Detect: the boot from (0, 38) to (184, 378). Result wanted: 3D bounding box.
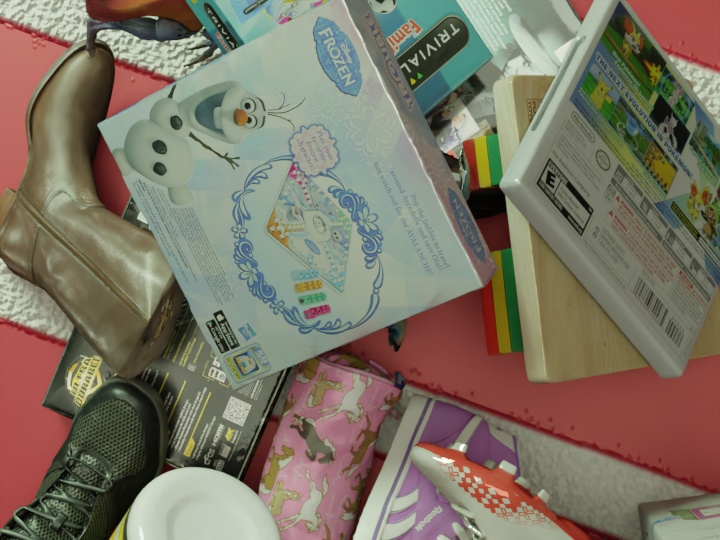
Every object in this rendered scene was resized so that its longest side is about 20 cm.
[{"bbox_3d":[-0.173,-0.045,1.123,0.200,0.064,0.188,35,107,40],"label":"boot"}]

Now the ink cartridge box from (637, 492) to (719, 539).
[{"bbox_3d":[0.250,0.240,1.095,0.084,0.200,0.146,-9,89,5],"label":"ink cartridge box"}]

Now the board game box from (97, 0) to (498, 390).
[{"bbox_3d":[-0.042,-0.048,1.027,0.198,0.043,0.202,-23,99,27],"label":"board game box"}]

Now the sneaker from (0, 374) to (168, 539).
[{"bbox_3d":[-0.204,0.170,1.124,0.076,0.114,0.200,35,110,0],"label":"sneaker"}]

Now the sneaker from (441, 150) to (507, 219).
[{"bbox_3d":[0.023,-0.100,1.148,0.198,0.076,0.117,2,74,-9],"label":"sneaker"}]

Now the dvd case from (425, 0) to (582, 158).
[{"bbox_3d":[0.072,-0.147,1.190,0.199,0.022,0.147,-34,89,3],"label":"dvd case"}]

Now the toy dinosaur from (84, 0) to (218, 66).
[{"bbox_3d":[-0.104,-0.181,1.132,0.179,0.200,0.106,3,115,-9],"label":"toy dinosaur"}]

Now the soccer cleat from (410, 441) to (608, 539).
[{"bbox_3d":[0.108,0.191,1.080,0.199,0.069,0.086,35,81,-3],"label":"soccer cleat"}]

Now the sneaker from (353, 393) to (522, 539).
[{"bbox_3d":[0.056,0.189,1.125,0.113,0.073,0.202,20,63,8],"label":"sneaker"}]

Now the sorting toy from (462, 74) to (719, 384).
[{"bbox_3d":[0.160,-0.030,1.120,0.197,0.069,0.202,-5,87,-42],"label":"sorting toy"}]

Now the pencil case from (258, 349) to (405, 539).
[{"bbox_3d":[-0.031,0.159,1.161,0.086,0.083,0.202,18,90,-2],"label":"pencil case"}]

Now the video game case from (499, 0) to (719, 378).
[{"bbox_3d":[0.191,-0.059,1.091,0.200,0.022,0.183,46,57,-26],"label":"video game case"}]

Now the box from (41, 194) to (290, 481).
[{"bbox_3d":[-0.124,0.041,1.182,0.158,0.049,0.202,23,91,4],"label":"box"}]

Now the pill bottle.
[{"bbox_3d":[-0.139,0.233,1.109,0.112,0.112,0.200,37,132,2],"label":"pill bottle"}]

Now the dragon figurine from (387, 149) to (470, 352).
[{"bbox_3d":[0.000,0.000,1.095,0.099,0.059,0.200,11,132,-32],"label":"dragon figurine"}]

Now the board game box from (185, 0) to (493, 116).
[{"bbox_3d":[-0.023,-0.180,1.076,0.151,0.047,0.201,-41,103,-21],"label":"board game box"}]
